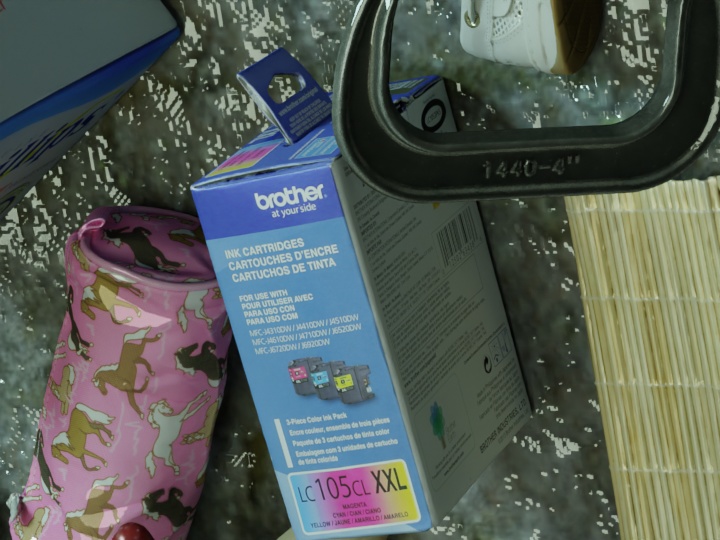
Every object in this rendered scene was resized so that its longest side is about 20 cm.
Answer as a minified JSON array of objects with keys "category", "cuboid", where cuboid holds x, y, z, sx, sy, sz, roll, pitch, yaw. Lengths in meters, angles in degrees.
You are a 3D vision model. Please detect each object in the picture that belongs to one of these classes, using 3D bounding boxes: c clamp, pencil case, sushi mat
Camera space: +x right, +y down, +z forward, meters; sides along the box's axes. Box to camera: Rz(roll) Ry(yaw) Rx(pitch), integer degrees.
[{"category":"c clamp","cuboid":[0.082,-0.108,1.194,0.199,0.027,0.172,-9,118,-12]},{"category":"pencil case","cuboid":[-0.114,0.065,1.402,0.083,0.086,0.201,47,131,45]},{"category":"sushi mat","cuboid":[0.147,0.053,1.293,0.095,0.012,0.201,-2,108,29]}]

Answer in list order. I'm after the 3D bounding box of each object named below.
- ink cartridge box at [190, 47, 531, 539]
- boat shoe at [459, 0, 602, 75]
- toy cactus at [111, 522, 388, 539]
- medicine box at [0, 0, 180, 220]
[{"category":"ink cartridge box","cuboid":[0.000,0.000,1.278,0.076,0.136,0.201,-8,105,25]},{"category":"boat shoe","cuboid":[0.055,-0.178,1.216,0.069,0.071,0.201,5,113,25]},{"category":"toy cactus","cuboid":[-0.050,0.171,1.391,0.165,0.102,0.200,-48,117,-4]},{"category":"medicine box","cuboid":[-0.213,-0.066,1.341,0.103,0.182,0.200,50,124,2]}]
